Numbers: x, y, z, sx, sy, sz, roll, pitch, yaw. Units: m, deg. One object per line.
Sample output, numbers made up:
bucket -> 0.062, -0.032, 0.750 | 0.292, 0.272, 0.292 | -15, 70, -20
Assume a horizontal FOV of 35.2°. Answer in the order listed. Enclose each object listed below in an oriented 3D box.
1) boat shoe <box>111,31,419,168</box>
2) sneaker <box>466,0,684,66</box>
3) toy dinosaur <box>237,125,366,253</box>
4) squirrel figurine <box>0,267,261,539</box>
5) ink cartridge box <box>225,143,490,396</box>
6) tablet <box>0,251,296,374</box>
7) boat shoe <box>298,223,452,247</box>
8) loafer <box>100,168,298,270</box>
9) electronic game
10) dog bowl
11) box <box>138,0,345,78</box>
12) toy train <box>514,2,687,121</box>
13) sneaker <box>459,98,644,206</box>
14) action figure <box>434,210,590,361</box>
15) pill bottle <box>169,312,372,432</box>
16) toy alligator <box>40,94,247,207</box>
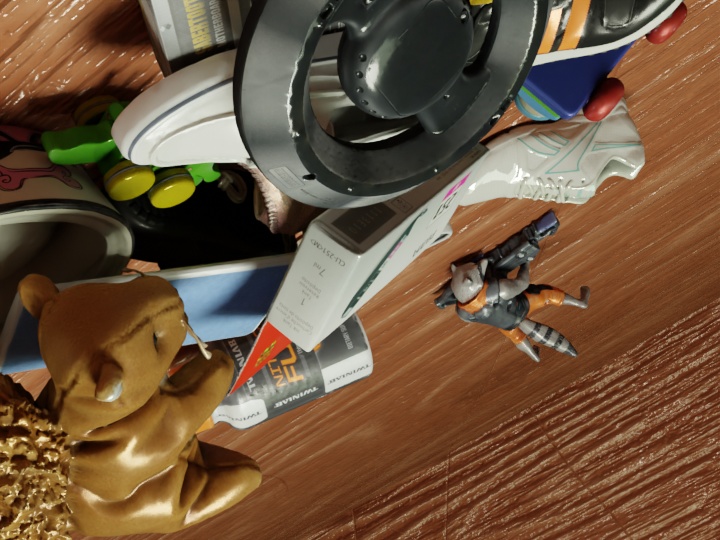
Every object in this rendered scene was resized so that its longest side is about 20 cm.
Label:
boat shoe -> -0.037, -0.088, 0.639 | 0.200, 0.065, 0.074 | -20, 163, -21
sneaker -> 0.109, -0.171, 0.708 | 0.200, 0.070, 0.090 | -15, 168, 35
toy dinosaur -> -0.041, -0.060, 0.766 | 0.136, 0.086, 0.200 | -57, 173, 24
squirrel figurine -> -0.170, 0.088, 0.679 | 0.200, 0.142, 0.187 | -29, 156, -20
ink cartridge box -> 0.000, 0.000, 0.808 | 0.200, 0.044, 0.174 | -40, 162, -51
tablet -> -0.146, 0.029, 0.785 | 0.200, 0.014, 0.130 | -7, 156, -29
boat shoe -> -0.006, -0.009, 1.066 | 0.200, 0.069, 0.072 | -29, 163, 5
loafer -> -0.125, -0.034, 0.838 | 0.071, 0.073, 0.200 | -30, 155, 29
electronic game -> 0.023, -0.117, 0.590 | 0.200, 0.042, 0.200 | -26, 140, -23
dog bowl -> -0.246, -0.013, 0.698 | 0.200, 0.074, 0.200 | -24, 162, -8
box -> -0.041, -0.170, 0.587 | 0.158, 0.048, 0.200 | -23, 163, -8
toy train -> 0.185, -0.195, 0.824 | 0.200, 0.085, 0.116 | -51, -179, -3
sneaker -> 0.179, -0.098, 1.067 | 0.200, 0.080, 0.070 | -22, 164, -11
action figure -> 0.196, 0.028, 1.378 | 0.193, 0.105, 0.200 | 21, 132, -29
pill bottle -> -0.096, 0.100, 1.185 | 0.200, 0.106, 0.106 | -23, 162, -14
toy alligator -> -0.117, -0.078, 0.723 | 0.054, 0.059, 0.200 | -34, 161, 23
